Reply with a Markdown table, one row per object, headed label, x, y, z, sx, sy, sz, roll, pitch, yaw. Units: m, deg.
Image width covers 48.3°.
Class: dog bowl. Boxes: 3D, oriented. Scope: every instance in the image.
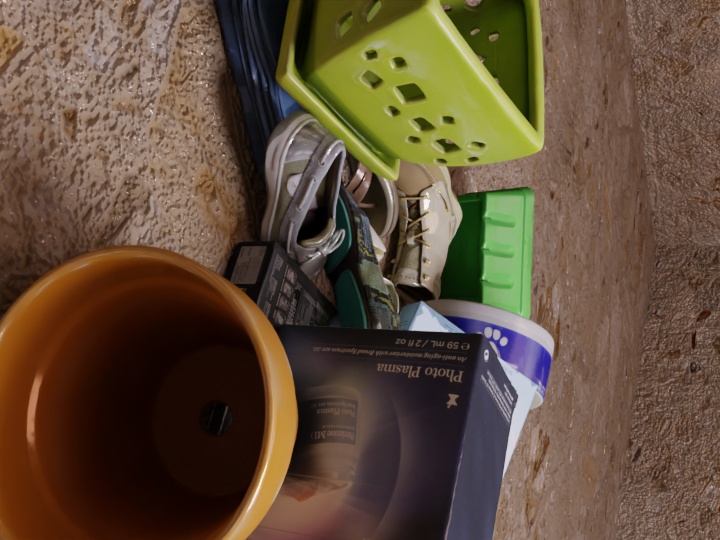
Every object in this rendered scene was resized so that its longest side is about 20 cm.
| label | x | y | z | sx | sy | sz | roll | pitch | yaw |
| --- | --- | --- | --- | --- | --- | --- | --- | --- | --- |
| dog bowl | 0.146 | 0.114 | 1.044 | 0.200 | 0.197 | 0.080 | 47 | 53 | -53 |

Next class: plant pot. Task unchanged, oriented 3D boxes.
| label | x | y | z | sx | sy | sz | roll | pitch | yaw |
| --- | --- | --- | --- | --- | --- | --- | --- | --- | --- |
| plant pot | 0.041 | -0.208 | 0.717 | 0.199 | 0.179 | 0.202 | 37 | 49 | -44 |
| plant pot | -0.126 | 0.102 | 0.553 | 0.183 | 0.197 | 0.204 | 45 | 50 | -73 |

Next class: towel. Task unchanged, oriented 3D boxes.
| label | x | y | z | sx | sy | sz | roll | pitch | yaw |
| --- | --- | --- | --- | --- | --- | --- | --- | --- | --- |
| towel | -0.075 | -0.188 | 0.771 | 0.112 | 0.048 | 0.203 | -47 | 131 | -53 |

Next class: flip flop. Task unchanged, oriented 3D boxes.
| label | x | y | z | sx | sy | sz | roll | pitch | yaw |
| --- | --- | --- | --- | --- | --- | --- | --- | --- | --- |
| flip flop | -0.006 | -0.119 | 0.888 | 0.057 | 0.081 | 0.202 | -31 | 136 | -17 |

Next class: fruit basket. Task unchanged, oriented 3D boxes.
| label | x | y | z | sx | sy | sz | roll | pitch | yaw |
| --- | --- | --- | --- | --- | --- | --- | --- | --- | --- |
| fruit basket | 0.204 | -0.020 | 1.230 | 0.214 | 0.154 | 0.220 | 1 | 88 | -45 |

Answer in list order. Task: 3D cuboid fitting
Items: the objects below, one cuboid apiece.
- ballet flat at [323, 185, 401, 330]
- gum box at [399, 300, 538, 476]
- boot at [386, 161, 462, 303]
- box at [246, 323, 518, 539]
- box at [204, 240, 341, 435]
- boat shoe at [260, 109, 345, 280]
| label | x | y | z | sx | sy | sz | roll | pitch | yaw |
| --- | --- | --- | --- | --- | --- | --- | --- | --- | --- |
| ballet flat | 0.000 | 0.000 | 0.831 | 0.074 | 0.073 | 0.203 | 41 | 32 | -55 |
| gum box | 0.077 | 0.163 | 0.823 | 0.169 | 0.044 | 0.202 | 34 | 66 | -17 |
| boot | 0.070 | -0.055 | 1.033 | 0.200 | 0.071 | 0.157 | 52 | 49 | -51 |
| box | 0.011 | 0.162 | 0.672 | 0.124 | 0.197 | 0.201 | 53 | 44 | -50 |
| box | -0.087 | 0.098 | 0.753 | 0.158 | 0.050 | 0.203 | 50 | 47 | -51 |
| boat shoe | -0.047 | -0.054 | 0.752 | 0.074 | 0.064 | 0.204 | -41 | 153 | -34 |
